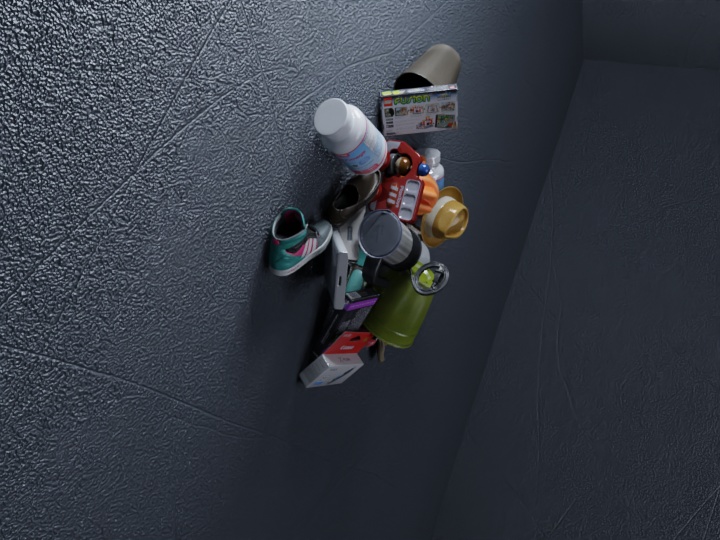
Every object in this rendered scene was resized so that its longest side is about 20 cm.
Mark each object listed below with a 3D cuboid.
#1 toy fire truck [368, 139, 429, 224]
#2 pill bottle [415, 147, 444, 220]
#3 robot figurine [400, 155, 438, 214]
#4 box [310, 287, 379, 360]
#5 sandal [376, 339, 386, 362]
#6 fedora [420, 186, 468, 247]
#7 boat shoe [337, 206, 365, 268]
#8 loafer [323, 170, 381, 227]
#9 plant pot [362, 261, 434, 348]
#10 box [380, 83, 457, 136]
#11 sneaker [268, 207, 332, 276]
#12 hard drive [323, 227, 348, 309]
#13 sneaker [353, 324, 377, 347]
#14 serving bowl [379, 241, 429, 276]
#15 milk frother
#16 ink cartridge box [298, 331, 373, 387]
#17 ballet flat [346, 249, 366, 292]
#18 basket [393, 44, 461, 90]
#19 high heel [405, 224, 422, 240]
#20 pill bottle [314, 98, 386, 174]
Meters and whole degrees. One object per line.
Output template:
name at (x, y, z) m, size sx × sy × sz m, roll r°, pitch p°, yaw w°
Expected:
toy fire truck at (0.097, -0.235, 1.469) m, size 0.112 × 0.165 × 0.204 m, roll 17°, pitch 90°, yaw -63°
pill bottle at (0.203, -0.264, 1.720) m, size 0.109 × 0.107 × 0.204 m, roll -43°, pitch 140°, yaw -44°
robot figurine at (0.152, -0.234, 1.579) m, size 0.115 × 0.201 × 0.146 m, roll -24°, pitch 123°, yaw 0°
box at (-0.041, 0.140, 1.475) m, size 0.142 × 0.036 × 0.202 m, roll -7°, pitch 131°, yaw -59°
sandal at (0.078, 0.203, 1.759) m, size 0.081 × 0.053 × 0.204 m, roll -92°, pitch -178°, yaw -57°
fedora at (0.268, -0.152, 1.704) m, size 0.198 × 0.081 × 0.204 m, roll -24°, pitch 127°, yaw -35°
boat shoe at (-0.034, -0.102, 1.418) m, size 0.093 × 0.073 × 0.205 m, roll 133°, pitch -34°, yaw -71°
loafer at (-0.009, -0.188, 1.359) m, size 0.201 × 0.072 × 0.071 m, roll -53°, pitch 178°, yaw -25°
plant pot at (0.117, 0.075, 1.567) m, size 0.194 × 0.200 × 0.199 m, roll -55°, pitch 160°, yaw 24°
box at (0.153, -0.416, 1.458) m, size 0.035 × 0.195 × 0.112 m, roll -89°, pitch 173°, yaw -52°
sneaker at (-0.129, -0.088, 1.220) m, size 0.200 × 0.082 × 0.123 m, roll -46°, pitch 151°, yaw -41°
hard drive at (-0.060, -0.013, 1.309) m, size 0.201 × 0.026 × 0.135 m, roll -115°, pitch -152°, yaw -67°
sneaker at (0.018, 0.194, 1.635) m, size 0.200 × 0.085 × 0.075 m, roll 35°, pitch 74°, yaw -62°
serving bowl at (0.141, 0.007, 1.701) m, size 0.198 × 0.066 × 0.202 m, roll -32°, pitch 150°, yaw -21°
milk frother at (0.112, -0.038, 1.390) m, size 0.188 × 0.196 × 0.185 m, roll 23°, pitch 72°, yaw -67°
ink cartridge box at (-0.047, 0.236, 1.489) m, size 0.176 × 0.045 × 0.199 m, roll -43°, pitch 158°, yaw 16°
ballet flat at (0.000, 0.000, 1.539) m, size 0.203 × 0.073 × 0.074 m, roll -63°, pitch 151°, yaw -18°
basket at (0.196, -0.523, 1.550) m, size 0.181 × 0.134 × 0.202 m, roll 49°, pitch 51°, yaw -29°
high heel at (0.139, -0.075, 1.777) m, size 0.144 × 0.071 × 0.200 m, roll -59°, pitch 170°, yaw 17°
pill bottle at (-0.022, -0.300, 1.259) m, size 0.199 × 0.107 × 0.111 m, roll 26°, pitch 82°, yaw -62°
